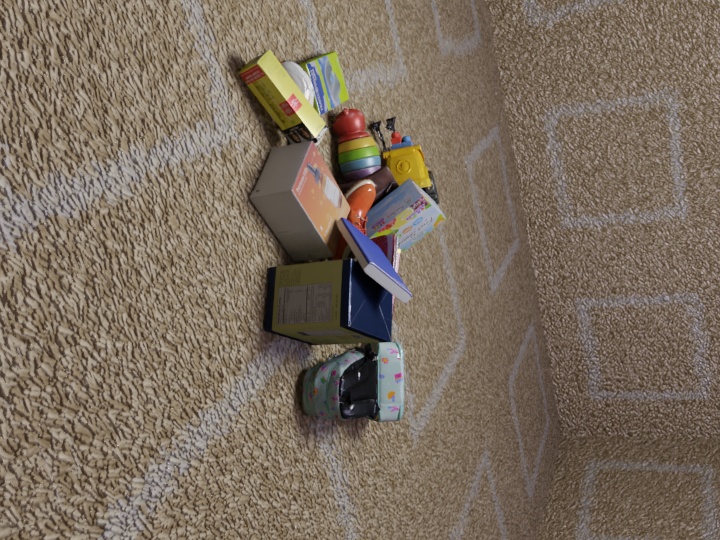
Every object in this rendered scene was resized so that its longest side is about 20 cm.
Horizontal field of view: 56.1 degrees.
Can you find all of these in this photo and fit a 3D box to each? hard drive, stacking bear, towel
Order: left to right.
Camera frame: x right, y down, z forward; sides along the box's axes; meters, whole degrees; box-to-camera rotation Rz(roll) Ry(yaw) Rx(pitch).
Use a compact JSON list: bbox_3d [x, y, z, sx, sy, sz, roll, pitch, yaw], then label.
[{"bbox_3d":[-0.013,-0.301,1.684,0.121,0.113,0.202,-24,103,-62],"label":"stacking bear"},{"bbox_3d":[0.000,0.000,1.549,0.023,0.199,0.146,24,63,-45],"label":"towel"},{"bbox_3d":[0.026,-0.024,1.398,0.132,0.025,0.200,38,12,-33],"label":"hard drive"}]

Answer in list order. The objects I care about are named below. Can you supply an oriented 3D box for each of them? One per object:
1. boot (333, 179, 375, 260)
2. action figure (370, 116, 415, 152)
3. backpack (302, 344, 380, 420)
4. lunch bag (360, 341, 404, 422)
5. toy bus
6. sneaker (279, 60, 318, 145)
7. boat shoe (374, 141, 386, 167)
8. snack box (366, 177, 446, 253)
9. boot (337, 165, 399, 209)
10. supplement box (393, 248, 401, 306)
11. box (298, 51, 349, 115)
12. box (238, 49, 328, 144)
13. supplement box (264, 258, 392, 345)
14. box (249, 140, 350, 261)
[{"bbox_3d":[-0.008,-0.106,1.542,0.075,0.107,0.201,16,108,-45],"label":"boot"},{"bbox_3d":[0.101,-0.328,1.902,0.102,0.118,0.202,-40,116,-52],"label":"action figure"},{"bbox_3d":[-0.040,0.263,1.501,0.200,0.125,0.169,-11,94,-66],"label":"backpack"},{"bbox_3d":[0.050,0.266,1.663,0.160,0.076,0.202,156,-65,-72],"label":"lunch bag"},{"bbox_3d":[0.124,-0.263,1.793,0.200,0.134,0.194,36,43,-75],"label":"toy bus"},{"bbox_3d":[-0.143,-0.351,1.468,0.092,0.075,0.201,-51,129,-48],"label":"sneaker"},{"bbox_3d":[0.030,-0.242,1.789,0.064,0.071,0.202,-28,112,-62],"label":"boat shoe"},{"bbox_3d":[0.106,-0.126,1.674,0.068,0.168,0.200,58,15,22],"label":"snack box"},{"bbox_3d":[-0.008,-0.200,1.593,0.200,0.166,0.073,45,10,-52],"label":"boot"},{"bbox_3d":[0.022,0.039,1.635,0.109,0.086,0.202,11,80,-22],"label":"supplement box"},{"bbox_3d":[-0.098,-0.438,1.597,0.200,0.047,0.123,-50,129,-56],"label":"box"},{"bbox_3d":[-0.155,-0.345,1.381,0.200,0.075,0.050,52,53,-27],"label":"box"},{"bbox_3d":[-0.062,0.073,1.409,0.200,0.198,0.136,29,60,-58],"label":"supplement box"},{"bbox_3d":[-0.122,-0.143,1.432,0.201,0.105,0.153,58,37,-42],"label":"box"}]
